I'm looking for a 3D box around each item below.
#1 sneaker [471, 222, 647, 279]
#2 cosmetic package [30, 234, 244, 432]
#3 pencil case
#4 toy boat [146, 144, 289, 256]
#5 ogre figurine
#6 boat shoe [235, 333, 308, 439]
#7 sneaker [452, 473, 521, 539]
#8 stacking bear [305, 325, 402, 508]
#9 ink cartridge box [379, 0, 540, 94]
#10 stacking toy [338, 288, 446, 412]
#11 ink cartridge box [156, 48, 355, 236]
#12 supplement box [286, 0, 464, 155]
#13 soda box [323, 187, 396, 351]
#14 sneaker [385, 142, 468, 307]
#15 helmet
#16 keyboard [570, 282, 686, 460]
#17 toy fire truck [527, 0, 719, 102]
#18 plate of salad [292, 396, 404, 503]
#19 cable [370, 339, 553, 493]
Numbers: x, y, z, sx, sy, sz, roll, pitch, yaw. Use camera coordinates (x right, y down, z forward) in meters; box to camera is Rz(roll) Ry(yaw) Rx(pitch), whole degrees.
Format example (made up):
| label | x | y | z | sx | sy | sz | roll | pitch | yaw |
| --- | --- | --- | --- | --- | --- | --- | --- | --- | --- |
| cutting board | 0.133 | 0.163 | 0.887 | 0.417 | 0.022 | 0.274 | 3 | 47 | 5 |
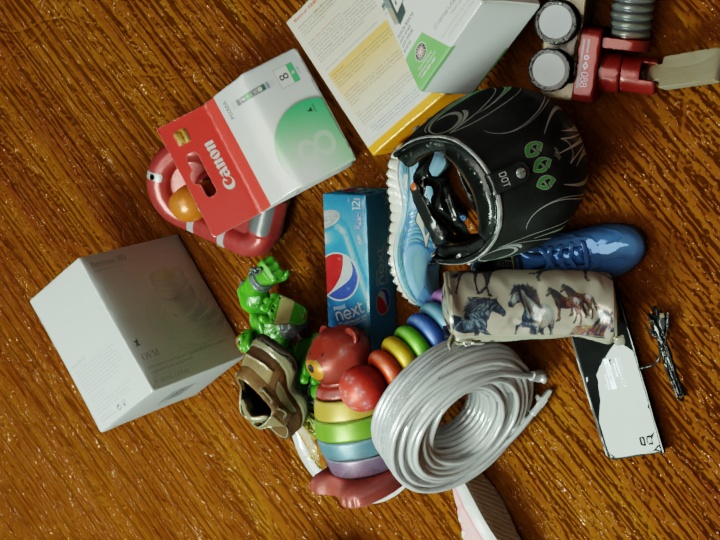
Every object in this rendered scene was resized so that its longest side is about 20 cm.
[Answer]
| label | x | y | z | sx | sy | sz | roll | pitch | yaw |
| --- | --- | --- | --- | --- | --- | --- | --- | --- | --- |
| sneaker | 0.219 | -0.011 | 1.428 | 0.199 | 0.078 | 0.066 | -7 | 94 | 31 |
| cosmetic package | -0.292 | 0.077 | 1.686 | 0.123 | 0.199 | 0.200 | -37 | 80 | 32 |
| pencil case | 0.188 | 0.044 | 1.389 | 0.199 | 0.078 | 0.090 | 0 | 77 | 3 |
| toy boat | -0.198 | -0.095 | 1.634 | 0.200 | 0.131 | 0.131 | 23 | 111 | 26 |
| ogre figurine | -0.097 | 0.078 | 1.610 | 0.200 | 0.098 | 0.120 | 46 | 161 | -21 |
| boat shoe | -0.119 | 0.155 | 1.564 | 0.076 | 0.074 | 0.200 | 28 | 152 | 24 |
| sneaker | 0.144 | 0.345 | 1.545 | 0.105 | 0.075 | 0.201 | -32 | 87 | 27 |
| stacking bear | -0.011 | 0.164 | 1.524 | 0.121 | 0.113 | 0.201 | 7 | 112 | 59 |
| ink cartridge box | 0.092 | -0.316 | 1.385 | 0.146 | 0.084 | 0.200 | -53 | 51 | 45 |
| stacking toy | 0.058 | 0.094 | 1.473 | 0.085 | 0.200 | 0.085 | 49 | 162 | 22 |
| ink cartridge box | -0.129 | -0.158 | 1.566 | 0.200 | 0.050 | 0.161 | -28 | 84 | -8 |
| supplement box | 0.021 | -0.254 | 1.501 | 0.126 | 0.073 | 0.200 | -37 | 80 | 32 |
| soda box | 0.000 | 0.000 | 1.569 | 0.064 | 0.068 | 0.201 | 3 | 102 | 31 |
| sneaker | 0.082 | -0.050 | 1.505 | 0.090 | 0.078 | 0.201 | 1 | 107 | 19 |
| helmet | 0.150 | -0.107 | 1.377 | 0.200 | 0.190 | 0.201 | 26 | 129 | 37 |
| keyboard | 0.307 | 0.111 | 1.432 | 0.127 | 0.021 | 0.201 | -15 | 93 | 39 |
| toy fire truck | 0.285 | -0.257 | 1.321 | 0.199 | 0.129 | 0.177 | 11 | 105 | 17 |
| plate of salad | -0.013 | 0.206 | 1.632 | 0.199 | 0.048 | 0.201 | 6 | 102 | 31 |
| cable | 0.106 | 0.163 | 1.460 | 0.200 | 0.200 | 0.069 | -53 | 46 | 10 |
